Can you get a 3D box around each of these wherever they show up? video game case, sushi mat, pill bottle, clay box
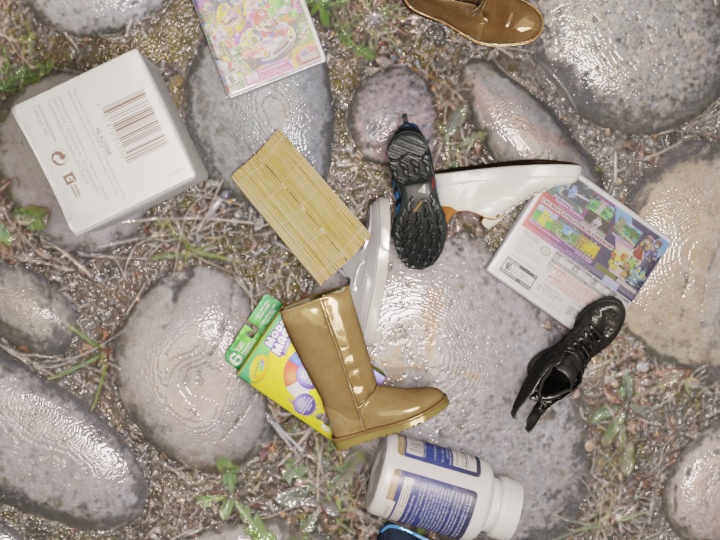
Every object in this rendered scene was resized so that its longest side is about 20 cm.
[{"bbox_3d":[0.301,-0.022,1.416,0.199,0.023,0.184,34,92,-5],"label":"video game case"},{"bbox_3d":[-0.145,-0.349,1.362,0.141,0.018,0.203,-21,95,-1],"label":"video game case"},{"bbox_3d":[-0.080,-0.085,1.361,0.095,0.012,0.201,-41,78,2],"label":"sushi mat"},{"bbox_3d":[0.114,0.298,1.385,0.197,0.111,0.113,17,94,-4],"label":"pill bottle"},{"bbox_3d":[-0.077,0.133,1.391,0.199,0.048,0.116,34,91,-7],"label":"clay box"}]

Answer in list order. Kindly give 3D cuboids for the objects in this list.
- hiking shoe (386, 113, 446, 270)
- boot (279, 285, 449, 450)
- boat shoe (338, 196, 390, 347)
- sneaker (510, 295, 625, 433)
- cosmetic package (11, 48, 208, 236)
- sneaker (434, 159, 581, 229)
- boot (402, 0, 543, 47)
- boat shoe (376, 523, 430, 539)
[{"bbox_3d":[0.078,-0.100,1.369,0.073,0.087,0.203,-1,118,8],"label":"hiking shoe"},{"bbox_3d":[0.007,0.116,1.339,0.173,0.066,0.203,-20,96,-2],"label":"boot"},{"bbox_3d":[0.000,0.000,1.380,0.067,0.072,0.204,8,103,-4],"label":"boat shoe"},{"bbox_3d":[0.281,0.124,1.371,0.060,0.104,0.200,44,106,-8],"label":"sneaker"},{"bbox_3d":[-0.301,-0.156,1.277,0.164,0.200,0.169,-26,96,-2],"label":"cosmetic package"},{"bbox_3d":[0.199,-0.103,1.379,0.196,0.073,0.086,-6,100,12],"label":"sneaker"},{"bbox_3d":[0.152,-0.346,1.354,0.197,0.075,0.075,15,92,-6],"label":"boot"},{"bbox_3d":[0.110,0.418,1.416,0.197,0.084,0.069,23,74,9],"label":"boat shoe"}]
